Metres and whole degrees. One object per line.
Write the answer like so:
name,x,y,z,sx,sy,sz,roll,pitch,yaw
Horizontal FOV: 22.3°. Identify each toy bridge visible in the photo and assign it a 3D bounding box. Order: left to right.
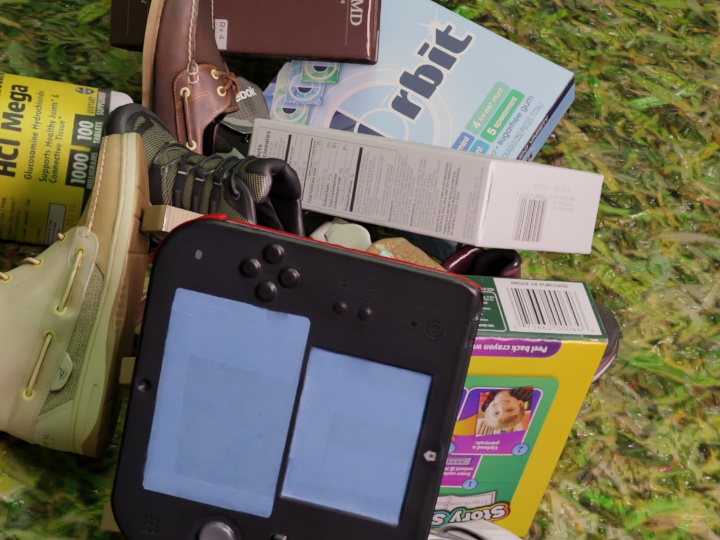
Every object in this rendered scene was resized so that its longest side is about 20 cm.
toy bridge,-0.110,0.065,1.091,0.067,0.201,0.027,14,-12,-38

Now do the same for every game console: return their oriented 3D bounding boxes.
game console,-0.038,0.078,0.987,0.176,0.201,0.031,15,18,8

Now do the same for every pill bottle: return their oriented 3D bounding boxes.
pill bottle,-0.260,-0.080,1.248,0.199,0.113,0.113,8,37,-10

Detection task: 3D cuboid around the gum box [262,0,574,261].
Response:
gum box,0.036,-0.121,1.401,0.199,0.045,0.170,29,72,18

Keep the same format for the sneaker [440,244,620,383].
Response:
sneaker,0.110,0.029,1.240,0.199,0.116,0.076,-14,45,-33

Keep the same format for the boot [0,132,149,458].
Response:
boot,-0.212,0.005,1.117,0.154,0.073,0.201,8,81,4

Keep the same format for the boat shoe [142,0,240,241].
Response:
boat shoe,-0.118,-0.116,1.288,0.070,0.201,0.070,9,8,16

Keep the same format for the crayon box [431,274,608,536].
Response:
crayon box,0.025,0.082,1.091,0.199,0.173,0.058,4,41,-17

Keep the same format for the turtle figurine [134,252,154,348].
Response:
turtle figurine,-0.117,0.038,1.188,0.199,0.065,0.161,-14,46,-34

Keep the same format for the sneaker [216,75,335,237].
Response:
sneaker,-0.089,-0.092,1.346,0.200,0.091,0.066,37,42,26

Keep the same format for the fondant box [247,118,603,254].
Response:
fondant box,0.042,-0.057,1.235,0.199,0.059,0.144,14,7,36

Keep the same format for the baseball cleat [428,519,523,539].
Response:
baseball cleat,0.020,0.176,1.074,0.199,0.070,0.106,21,21,3

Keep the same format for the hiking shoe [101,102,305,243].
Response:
hiking shoe,-0.083,-0.047,1.171,0.200,0.101,0.076,49,27,15

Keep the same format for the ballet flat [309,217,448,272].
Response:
ballet flat,0.000,0.000,1.193,0.072,0.068,0.200,48,-8,-10

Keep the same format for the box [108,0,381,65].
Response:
box,-0.084,-0.209,1.368,0.199,0.101,0.075,3,4,3
